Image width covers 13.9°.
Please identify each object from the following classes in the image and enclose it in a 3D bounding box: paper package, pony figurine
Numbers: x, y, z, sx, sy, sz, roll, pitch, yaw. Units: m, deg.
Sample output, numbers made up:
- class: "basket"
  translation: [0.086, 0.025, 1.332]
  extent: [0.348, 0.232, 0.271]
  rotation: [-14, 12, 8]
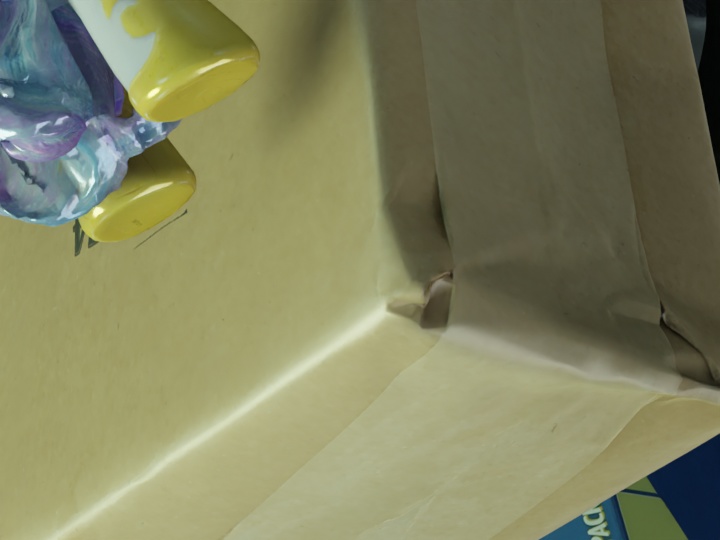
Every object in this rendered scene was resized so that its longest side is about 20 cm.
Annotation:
- class: "paper package"
  translation: [-0.021, -0.018, 0.677]
  extent: [0.103, 0.192, 0.200]
  rotation: [17, 143, -34]
- class: "pony figurine"
  translation: [-0.068, -0.113, 0.568]
  extent: [0.193, 0.201, 0.166]
  rotation: [-30, 166, 15]

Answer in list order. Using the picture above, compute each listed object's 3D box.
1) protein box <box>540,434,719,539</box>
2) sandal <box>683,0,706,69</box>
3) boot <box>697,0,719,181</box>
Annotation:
- class: "protein box"
  translation: [0.050, 0.141, 1.110]
  extent: [0.199, 0.136, 0.198]
  rotation: [-23, 163, 23]
- class: "sandal"
  translation: [0.091, -0.083, 0.958]
  extent: [0.199, 0.076, 0.043]
  rotation: [0, 134, -41]
- class: "boot"
  translation: [0.104, -0.088, 0.857]
  extent: [0.211, 0.158, 0.079]
  rotation: [-49, 166, 12]
